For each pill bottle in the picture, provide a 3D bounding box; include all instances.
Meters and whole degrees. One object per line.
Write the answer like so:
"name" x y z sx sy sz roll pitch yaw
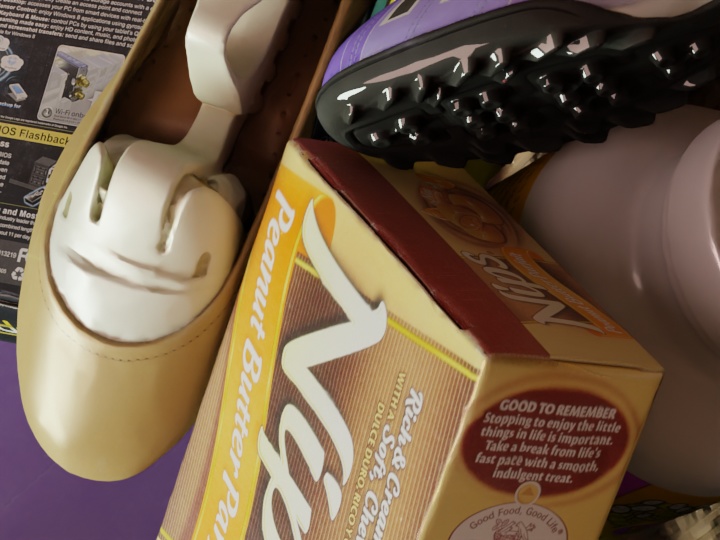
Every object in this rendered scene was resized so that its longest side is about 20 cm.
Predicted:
"pill bottle" 0.066 0.019 0.777 0.200 0.104 0.105 -32 77 56

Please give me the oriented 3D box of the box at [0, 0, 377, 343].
"box" -0.091 -0.060 0.834 0.199 0.049 0.162 9 74 17

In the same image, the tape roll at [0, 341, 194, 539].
"tape roll" -0.092 0.106 0.991 0.200 0.085 0.200 43 162 18

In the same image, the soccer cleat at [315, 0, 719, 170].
"soccer cleat" 0.076 -0.087 0.690 0.200 0.068 0.073 -24 66 20

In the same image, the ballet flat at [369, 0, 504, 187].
"ballet flat" 0.053 -0.096 0.747 0.067 0.067 0.201 23 97 31

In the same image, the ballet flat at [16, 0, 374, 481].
"ballet flat" -0.044 -0.042 0.748 0.068 0.063 0.200 22 88 12

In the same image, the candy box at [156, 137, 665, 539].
"candy box" -0.004 0.082 0.725 0.115 0.055 0.200 48 124 51
